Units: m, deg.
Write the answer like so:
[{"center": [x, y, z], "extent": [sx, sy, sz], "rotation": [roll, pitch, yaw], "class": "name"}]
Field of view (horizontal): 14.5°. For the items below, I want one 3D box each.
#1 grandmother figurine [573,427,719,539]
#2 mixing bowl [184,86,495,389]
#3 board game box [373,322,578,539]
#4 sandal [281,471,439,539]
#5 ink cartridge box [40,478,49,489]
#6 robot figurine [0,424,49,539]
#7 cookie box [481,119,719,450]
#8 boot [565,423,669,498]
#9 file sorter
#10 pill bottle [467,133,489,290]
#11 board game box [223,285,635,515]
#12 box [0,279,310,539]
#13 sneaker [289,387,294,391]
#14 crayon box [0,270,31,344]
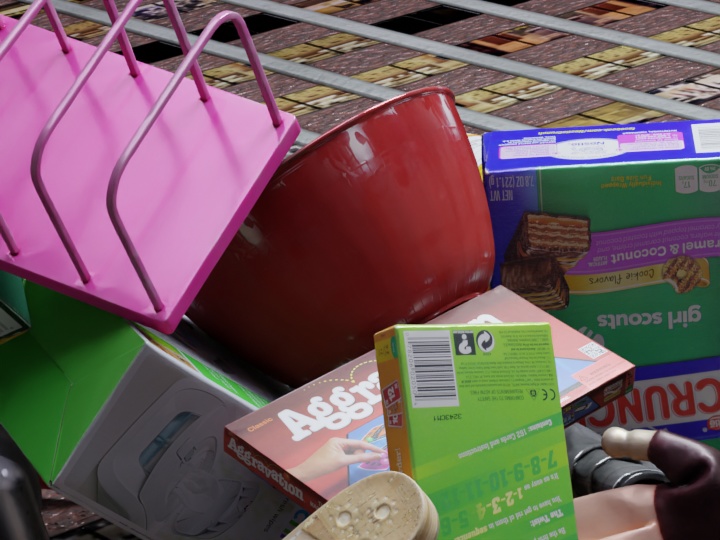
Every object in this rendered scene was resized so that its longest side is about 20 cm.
[{"center": [0.160, 0.137, 1.453], "extent": [0.200, 0.121, 0.061], "rotation": [-21, 5, 15], "class": "grandmother figurine"}, {"center": [0.000, 0.000, 1.577], "extent": [0.200, 0.108, 0.200], "rotation": [-34, -13, -9], "class": "mixing bowl"}, {"center": [0.063, 0.126, 1.401], "extent": [0.095, 0.200, 0.030], "rotation": [0, -14, -32], "class": "board game box"}, {"center": [-0.059, 0.163, 1.332], "extent": [0.212, 0.070, 0.078], "rotation": [-43, 49, -4], "class": "sandal"}, {"center": [-0.254, 0.045, 1.675], "extent": [0.176, 0.200, 0.045], "rotation": [5, 25, 26], "class": "ink cartridge box"}, {"center": [-0.258, 0.124, 1.586], "extent": [0.170, 0.113, 0.200], "rotation": [-29, 31, -33], "class": "robot figurine"}, {"center": [0.160, 0.019, 1.658], "extent": [0.171, 0.200, 0.075], "rotation": [-3, 22, 4], "class": "cookie box"}, {"center": [0.104, 0.104, 1.534], "extent": [0.200, 0.070, 0.132], "rotation": [13, 4, -38], "class": "boot"}, {"center": [-0.161, -0.085, 1.463], "extent": [0.200, 0.125, 0.139], "rotation": [20, 64, 25], "class": "file sorter"}, {"center": [0.091, -0.034, 1.952], "extent": [0.111, 0.111, 0.200], "rotation": [-20, 25, -36], "class": "pill bottle"}, {"center": [0.037, 0.071, 1.468], "extent": [0.200, 0.019, 0.103], "rotation": [-27, 42, -35], "class": "board game box"}, {"center": [-0.107, 0.086, 1.554], "extent": [0.176, 0.097, 0.200], "rotation": [32, 4, -28], "class": "box"}, {"center": [-0.064, 0.092, 1.721], "extent": [0.072, 0.072, 0.200], "rotation": [-39, 32, -4], "class": "sneaker"}, {"center": [-0.295, -0.008, 1.579], "extent": [0.200, 0.058, 0.173], "rotation": [-24, 56, 11], "class": "crayon box"}]
